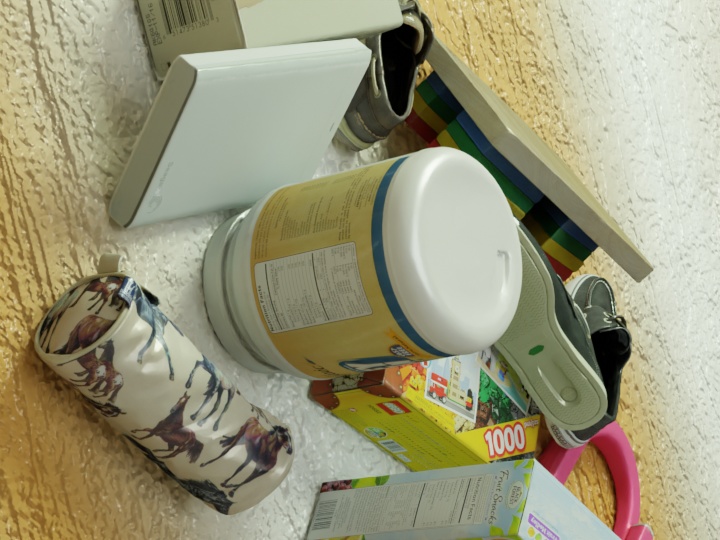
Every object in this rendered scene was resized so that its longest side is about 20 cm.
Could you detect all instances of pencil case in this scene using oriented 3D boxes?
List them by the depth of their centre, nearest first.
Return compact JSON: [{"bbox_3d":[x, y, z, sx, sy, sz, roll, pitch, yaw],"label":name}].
[{"bbox_3d":[-0.126,0.081,1.367,0.200,0.078,0.090,47,66,-33],"label":"pencil case"}]

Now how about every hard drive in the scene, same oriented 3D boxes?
[{"bbox_3d":[-0.083,-0.100,1.447,0.026,0.132,0.199,40,29,23],"label":"hard drive"}]

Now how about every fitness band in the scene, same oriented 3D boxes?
[{"bbox_3d":[0.200,0.218,1.788,0.144,0.037,0.200,60,40,-22],"label":"fitness band"}]

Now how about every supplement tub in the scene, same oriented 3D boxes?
[{"bbox_3d":[0.000,0.000,1.452,0.144,0.199,0.146,17,67,-48],"label":"supplement tub"}]

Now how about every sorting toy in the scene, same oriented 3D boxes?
[{"bbox_3d":[0.125,-0.078,1.676,0.199,0.070,0.200,40,10,-32],"label":"sorting toy"}]

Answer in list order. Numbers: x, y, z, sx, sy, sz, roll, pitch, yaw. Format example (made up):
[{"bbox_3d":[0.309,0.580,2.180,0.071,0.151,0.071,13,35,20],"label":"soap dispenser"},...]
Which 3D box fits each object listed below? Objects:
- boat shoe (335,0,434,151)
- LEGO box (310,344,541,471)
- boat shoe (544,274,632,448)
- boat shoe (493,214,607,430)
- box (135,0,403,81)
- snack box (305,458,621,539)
[{"bbox_3d":[0.026,-0.190,1.641,0.074,0.073,0.201,32,56,-43],"label":"boat shoe"},{"bbox_3d":[0.060,0.072,1.612,0.200,0.077,0.150,38,53,-40],"label":"LEGO box"},{"bbox_3d":[0.210,0.070,1.795,0.070,0.066,0.201,47,37,-21],"label":"boat shoe"},{"bbox_3d":[0.136,0.031,1.610,0.201,0.071,0.068,60,23,-21],"label":"boat shoe"},{"bbox_3d":[-0.066,-0.198,1.510,0.200,0.094,0.078,-19,95,-54],"label":"box"},{"bbox_3d":[0.086,0.215,1.506,0.169,0.199,0.068,43,49,-37],"label":"snack box"}]
